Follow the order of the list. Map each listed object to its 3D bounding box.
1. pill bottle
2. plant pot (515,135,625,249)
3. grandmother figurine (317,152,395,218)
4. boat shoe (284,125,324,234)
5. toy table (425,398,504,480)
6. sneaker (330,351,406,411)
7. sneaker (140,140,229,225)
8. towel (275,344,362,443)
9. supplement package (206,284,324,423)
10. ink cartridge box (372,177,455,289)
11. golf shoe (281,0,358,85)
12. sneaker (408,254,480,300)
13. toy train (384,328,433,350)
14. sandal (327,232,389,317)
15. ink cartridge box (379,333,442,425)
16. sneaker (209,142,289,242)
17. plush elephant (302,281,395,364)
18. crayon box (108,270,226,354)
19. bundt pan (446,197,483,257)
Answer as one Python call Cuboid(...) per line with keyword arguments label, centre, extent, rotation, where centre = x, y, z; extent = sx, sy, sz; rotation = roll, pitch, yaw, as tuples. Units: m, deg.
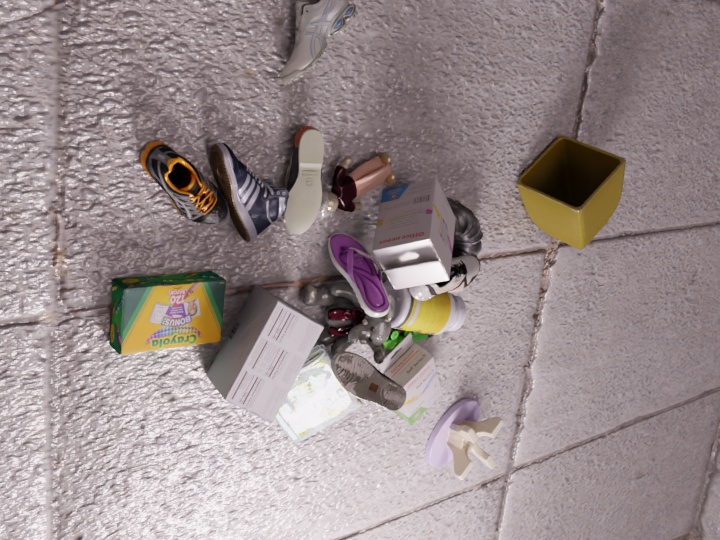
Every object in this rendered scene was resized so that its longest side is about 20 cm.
Cuboid(label="pill bottle", centre=(0.140, 0.082, 1.799), extent=(0.197, 0.111, 0.114), rotation=(12, 100, -36))
Cuboid(label="plant pot", centre=(0.528, -0.172, 1.997), extent=(0.194, 0.194, 0.202), rotation=(-43, 138, -18))
Cuboid(label="grandmother figurine", centre=(-0.019, -0.169, 1.612), extent=(0.199, 0.060, 0.123), rotation=(-35, 118, -28))
Cuboid(label="boat shoe", centre=(-0.110, -0.172, 1.528), extent=(0.070, 0.063, 0.204), rotation=(3, 106, -22))
Cuboid(label="toy table", centre=(0.270, 0.435, 2.062), extent=(0.183, 0.116, 0.202), rotation=(40, 79, -43))
Cuboid(label="sneaker", centre=(-0.004, 0.221, 1.656), extent=(0.199, 0.106, 0.076), rotation=(39, 79, -31))
Cuboid(label="sneaker", centre=(-0.290, -0.137, 1.378), extent=(0.079, 0.077, 0.200), rotation=(-56, 134, -9))
Cuboid(label="towel", centre=(-0.106, 0.258, 1.668), extent=(0.169, 0.048, 0.202), rotation=(-27, 128, 3))
Cuboid(label="supplement package", centre=(-0.182, 0.153, 1.518), extent=(0.110, 0.155, 0.203), rotation=(31, 87, -25))
Cuboid(label="ink cartridge box", centre=(0.111, -0.065, 1.653), extent=(0.126, 0.126, 0.203), rotation=(57, 33, -40))
Cuboid(label="golf shoe", centre=(-0.096, -0.427, 1.446), extent=(0.097, 0.078, 0.202), rotation=(42, 73, -25))
Cuboid(label="sneaker", centre=(0.196, 0.012, 1.734), extent=(0.198, 0.080, 0.075), rotation=(-22, 85, -37))
Cuboid(label="toy train", centre=(0.104, 0.147, 1.857), extent=(0.197, 0.042, 0.057), rotation=(-9, 122, -38))
Cuboid(label="sandal", centre=(0.006, -0.002, 1.613), extent=(0.081, 0.204, 0.050), rotation=(-18, 155, -31))
Cuboid(label="ink cartridge box", centre=(0.118, 0.252, 1.863), extent=(0.117, 0.067, 0.202), rotation=(-42, 142, -20))
Cuboid(label="sneaker", centre=(-0.196, -0.159, 1.452), extent=(0.108, 0.070, 0.203), rotation=(-32, 132, -21))
Cuboid(label="plush elephant", centre=(-0.006, 0.111, 1.666), extent=(0.197, 0.154, 0.168), rotation=(-13, 116, -36))
Cuboid(label="crayon box", centre=(-0.340, 0.072, 1.429), extent=(0.197, 0.058, 0.121), rotation=(-5, 110, -39))
Cuboid(label="bundt pan", centre=(0.203, -0.057, 1.835), extent=(0.199, 0.075, 0.206), rotation=(-16, 117, -34))
